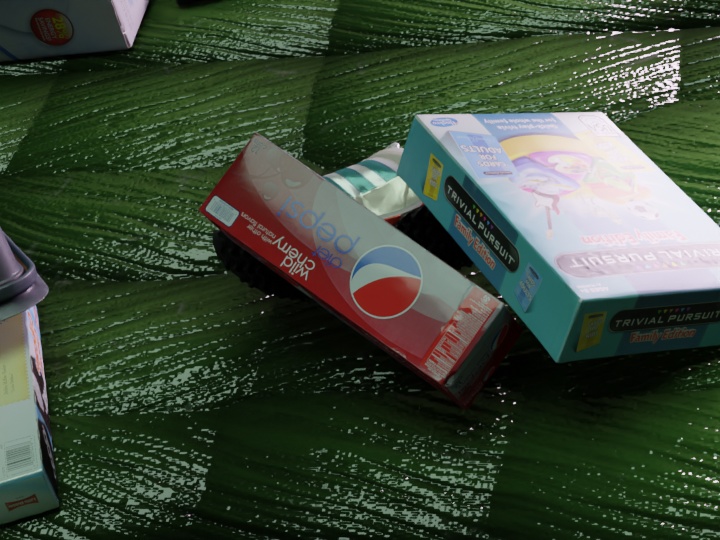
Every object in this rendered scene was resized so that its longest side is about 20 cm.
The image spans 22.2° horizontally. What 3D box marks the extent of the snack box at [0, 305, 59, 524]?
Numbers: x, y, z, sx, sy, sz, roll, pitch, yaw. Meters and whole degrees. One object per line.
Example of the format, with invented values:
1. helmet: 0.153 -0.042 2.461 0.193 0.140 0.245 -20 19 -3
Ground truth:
1. snack box: -0.263 0.090 1.193 0.116 0.037 0.200 -17 39 -2

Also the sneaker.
1. sneaker: 0.001 -0.040 1.241 0.199 0.071 0.094 -9 33 4

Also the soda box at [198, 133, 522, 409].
1. soda box: 0.000 0.000 1.127 0.200 0.070 0.064 36 86 21

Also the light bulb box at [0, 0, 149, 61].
1. light bulb box: -0.294 -0.285 1.514 0.199 0.199 0.125 -4 43 15

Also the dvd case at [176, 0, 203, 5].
1. dvd case: -0.090 -0.304 1.609 0.142 0.018 0.201 -10 39 6

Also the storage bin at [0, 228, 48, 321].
1. storage bin: -0.314 -0.039 1.235 0.145 0.135 0.200 -22 20 -16

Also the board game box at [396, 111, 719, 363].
1. board game box: 0.136 -0.028 1.131 0.150 0.047 0.200 -4 37 -31
